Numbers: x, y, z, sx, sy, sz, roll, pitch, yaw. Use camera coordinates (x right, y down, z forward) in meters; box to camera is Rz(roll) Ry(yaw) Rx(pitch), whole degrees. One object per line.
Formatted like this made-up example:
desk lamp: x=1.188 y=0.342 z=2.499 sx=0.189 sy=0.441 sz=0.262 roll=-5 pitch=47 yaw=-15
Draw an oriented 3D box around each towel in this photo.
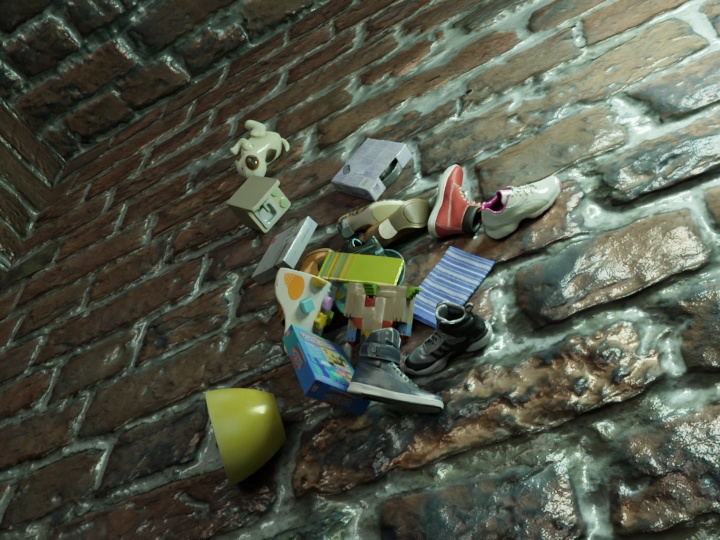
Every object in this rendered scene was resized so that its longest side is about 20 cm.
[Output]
towel: x=0.189 y=0.037 z=1.586 sx=0.201 sy=0.024 sz=0.144 roll=-50 pitch=37 yaw=-14
towel: x=0.000 y=0.000 z=1.649 sx=0.195 sy=0.018 sz=0.087 roll=5 pitch=49 yaw=23

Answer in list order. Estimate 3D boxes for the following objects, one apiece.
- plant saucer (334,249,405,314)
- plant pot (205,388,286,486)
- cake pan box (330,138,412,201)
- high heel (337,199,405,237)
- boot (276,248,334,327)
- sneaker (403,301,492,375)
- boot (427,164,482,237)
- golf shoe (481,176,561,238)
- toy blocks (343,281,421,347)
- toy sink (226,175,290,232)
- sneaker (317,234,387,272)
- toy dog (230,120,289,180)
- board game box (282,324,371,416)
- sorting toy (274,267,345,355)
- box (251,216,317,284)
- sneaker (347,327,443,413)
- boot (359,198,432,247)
plant saucer: x=0.029 y=0.038 z=1.718 sx=0.196 sy=0.036 sz=0.203 roll=-24 pitch=38 yaw=20
plant pot: x=-0.238 y=0.337 z=1.530 sx=0.138 sy=0.204 sz=0.201 roll=-16 pitch=33 yaw=-12
cake pan box: x=0.033 y=-0.294 z=2.061 sx=0.198 sy=0.052 sz=0.186 roll=19 pitch=67 yaw=50
high heel: x=0.029 y=-0.150 z=1.911 sx=0.196 sy=0.073 sz=0.143 roll=-24 pitch=14 yaw=-1
boot: x=-0.134 y=0.047 z=1.826 sx=0.199 sy=0.073 sz=0.156 roll=-39 pitch=32 yaw=21
sneaker: x=0.158 y=0.129 z=1.435 sx=0.197 sy=0.114 sz=0.076 roll=-28 pitch=36 yaw=15
boot: x=0.252 y=-0.171 z=1.717 sx=0.142 sy=0.072 sz=0.204 roll=-5 pitch=56 yaw=38
golf shoe: x=0.355 y=-0.155 z=1.587 sx=0.198 sy=0.092 sz=0.076 roll=-35 pitch=34 yaw=3
toy blocks: x=0.039 y=0.104 z=1.575 sx=0.195 sy=0.099 sz=0.141 roll=3 pitch=80 yaw=28
toy sink: x=-0.304 y=-0.204 z=2.214 sx=0.131 sy=0.113 sz=0.198 roll=-50 pitch=32 yaw=-16
sneaker: x=-0.026 y=-0.037 z=1.739 sx=0.196 sy=0.081 sz=0.076 roll=-11 pitch=21 yaw=31
toy dog: x=-0.353 y=-0.384 z=2.456 sx=0.189 sy=0.141 sz=0.203 roll=16 pitch=51 yaw=6
board game box: x=-0.075 y=0.210 z=1.523 sx=0.045 sy=0.150 sz=0.201 roll=-53 pitch=33 yaw=14
sorting toy: x=-0.121 y=0.114 z=1.652 sx=0.104 sy=0.199 sz=0.185 roll=8 pitch=78 yaw=27
box: x=-0.212 y=-0.052 z=1.976 sx=0.198 sy=0.041 sz=0.158 roll=-22 pitch=35 yaw=52
sneaker: x=0.082 y=0.194 z=1.414 sx=0.197 sy=0.077 sz=0.149 roll=10 pitch=70 yaw=22
boot: x=0.081 y=-0.101 z=1.801 sx=0.199 sy=0.078 sz=0.155 roll=-36 pitch=2 yaw=-31
